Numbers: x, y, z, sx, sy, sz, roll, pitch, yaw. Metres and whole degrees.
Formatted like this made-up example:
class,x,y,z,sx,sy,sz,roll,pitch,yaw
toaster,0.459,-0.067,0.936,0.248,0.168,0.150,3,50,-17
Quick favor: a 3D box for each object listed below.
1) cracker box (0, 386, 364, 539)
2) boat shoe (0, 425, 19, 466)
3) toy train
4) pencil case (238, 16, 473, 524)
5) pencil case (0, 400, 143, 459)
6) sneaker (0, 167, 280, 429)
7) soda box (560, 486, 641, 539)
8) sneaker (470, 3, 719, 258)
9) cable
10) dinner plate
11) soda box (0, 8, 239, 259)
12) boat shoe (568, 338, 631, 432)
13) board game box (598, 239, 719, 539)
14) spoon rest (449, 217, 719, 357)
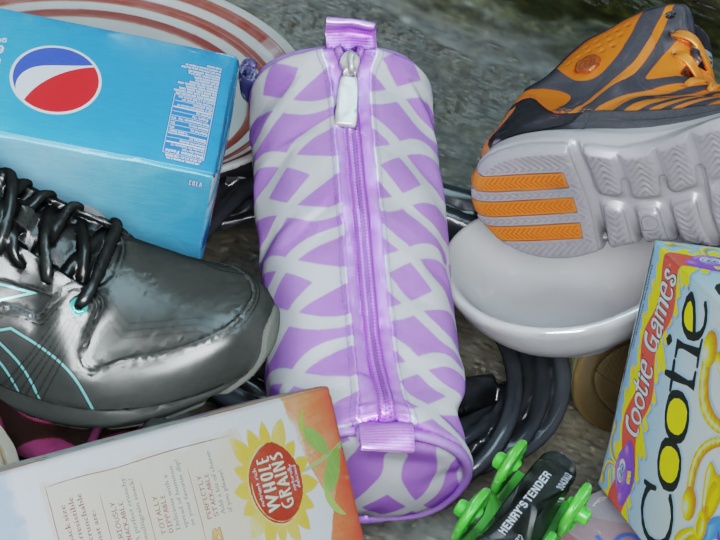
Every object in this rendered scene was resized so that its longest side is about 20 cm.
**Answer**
class,x,y,z,sx,sy,sz,roll,pitch,yaw
cracker box,-0.075,0.122,0.779,0.199,0.057,0.135,-11,87,-53
boat shoe,-0.222,0.059,0.863,0.198,0.062,0.075,17,45,-2
toy train,0.021,0.131,0.806,0.042,0.057,0.200,33,45,12
pencil case,0.000,0.000,0.935,0.083,0.086,0.201,2,59,-15
pencil case,-0.159,-0.005,0.930,0.199,0.094,0.091,33,27,10
sneaker,-0.127,0.002,0.825,0.198,0.080,0.076,6,41,5
soda box,0.114,0.126,0.932,0.199,0.064,0.070,-19,55,-35
sneaker,0.148,-0.064,0.951,0.198,0.078,0.112,3,40,22
cable,-0.008,0.020,1.007,0.198,0.051,0.164,16,49,-7
dinner plate,-0.121,-0.082,1.049,0.198,0.024,0.201,6,31,-4
soda box,-0.149,-0.055,0.873,0.198,0.068,0.065,12,50,-3
boat shoe,0.177,0.029,1.057,0.198,0.075,0.066,-5,30,-20
board game box,0.170,0.072,0.827,0.104,0.104,0.200,6,16,-15
spoon rest,0.131,-0.008,0.984,0.198,0.061,0.100,-7,33,-12
